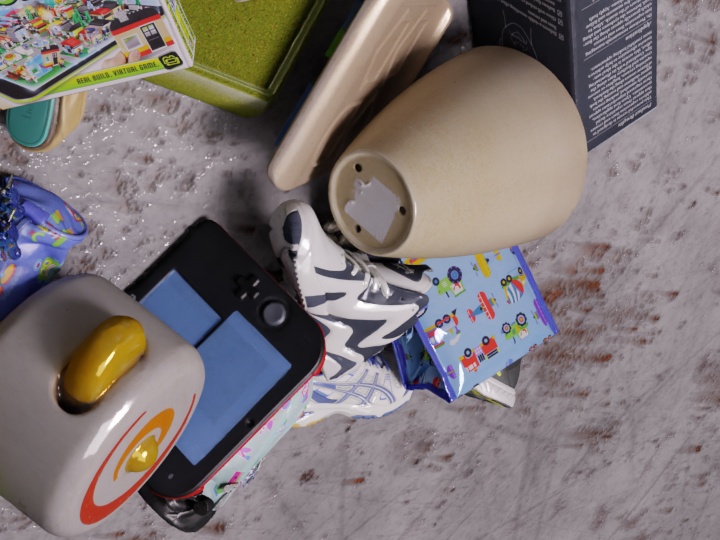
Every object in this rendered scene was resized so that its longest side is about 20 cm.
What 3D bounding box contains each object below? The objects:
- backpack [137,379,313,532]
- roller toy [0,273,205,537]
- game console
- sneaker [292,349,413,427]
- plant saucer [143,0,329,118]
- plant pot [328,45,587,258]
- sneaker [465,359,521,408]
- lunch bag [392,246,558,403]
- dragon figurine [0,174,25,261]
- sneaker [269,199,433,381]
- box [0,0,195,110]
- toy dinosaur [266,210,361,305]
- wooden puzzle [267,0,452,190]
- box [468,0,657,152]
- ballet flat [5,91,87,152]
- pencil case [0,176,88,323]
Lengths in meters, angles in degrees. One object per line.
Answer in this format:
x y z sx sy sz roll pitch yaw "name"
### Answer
-0.138 0.120 1.235 0.200 0.167 0.127 -47 163 -6 "backpack"
-0.215 0.107 1.054 0.200 0.140 0.182 -57 168 12 "roller toy"
-0.146 0.078 1.163 0.200 0.177 0.031 -44 165 -5 "game console"
-0.013 0.103 1.384 0.199 0.075 0.088 -10 127 -39 "sneaker"
-0.096 -0.221 1.061 0.199 0.048 0.201 15 110 -48 "plant saucer"
0.070 -0.085 1.179 0.200 0.187 0.188 -27 139 -47 "plant pot"
0.113 0.087 1.506 0.200 0.074 0.085 34 71 -46 "sneaker"
0.093 0.007 1.367 0.150 0.094 0.201 -30 110 -26 "lunch bag"
-0.317 -0.072 0.934 0.099 0.059 0.200 -26 131 11 "dragon figurine"
0.000 0.000 1.207 0.129 0.080 0.200 -24 125 -11 "sneaker"
-0.224 -0.168 0.909 0.199 0.035 0.110 -11 137 10 "box"
-0.030 -0.019 1.285 0.102 0.077 0.201 -27 132 -42 "toy dinosaur"
-0.005 -0.164 1.157 0.186 0.046 0.200 -58 168 17 "wooden puzzle"
0.185 -0.232 1.234 0.107 0.148 0.200 -32 139 -19 "box"
-0.218 -0.184 0.981 0.063 0.068 0.201 -38 153 -59 "ballet flat"
-0.295 0.025 1.049 0.078 0.087 0.200 33 97 -8 "pencil case"
